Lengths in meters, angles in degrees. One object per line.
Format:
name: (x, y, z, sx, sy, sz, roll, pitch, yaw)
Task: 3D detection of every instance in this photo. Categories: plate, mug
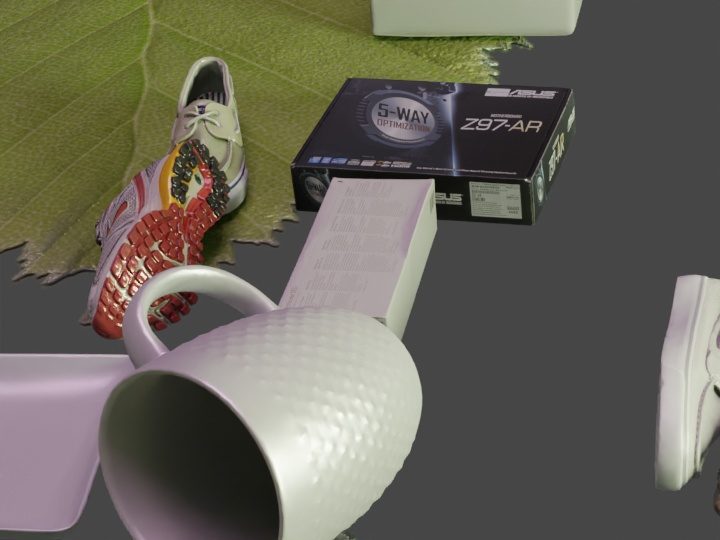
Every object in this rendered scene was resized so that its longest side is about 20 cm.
plate: (-0.260, 0.121, 1.357, 0.199, 0.032, 0.200, -1, 30, 9)
mug: (-0.065, 0.078, 1.254, 0.200, 0.148, 0.175, 48, 42, 13)

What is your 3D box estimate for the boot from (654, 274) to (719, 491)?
boot: (0.243, 0.071, 1.313, 0.095, 0.074, 0.200, 6, 38, 11)

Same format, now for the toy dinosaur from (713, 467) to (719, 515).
toy dinosaur: (0.303, 0.092, 1.271, 0.088, 0.048, 0.200, 37, 61, 15)

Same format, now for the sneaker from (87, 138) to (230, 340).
sneaker: (-0.163, -0.014, 1.543, 0.082, 0.078, 0.200, -23, 27, 31)

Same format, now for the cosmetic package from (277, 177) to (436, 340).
cosmetic package: (0.000, 0.000, 1.494, 0.082, 0.051, 0.200, 3, 32, 12)

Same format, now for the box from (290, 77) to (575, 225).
box: (0.062, -0.099, 1.654, 0.199, 0.044, 0.160, 5, 33, 18)

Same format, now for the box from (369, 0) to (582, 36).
box: (0.114, -0.336, 1.916, 0.199, 0.172, 0.199, 0, 31, 12)

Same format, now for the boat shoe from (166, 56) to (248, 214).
boat shoe: (-0.133, -0.111, 1.691, 0.072, 0.062, 0.200, -7, 32, -1)
